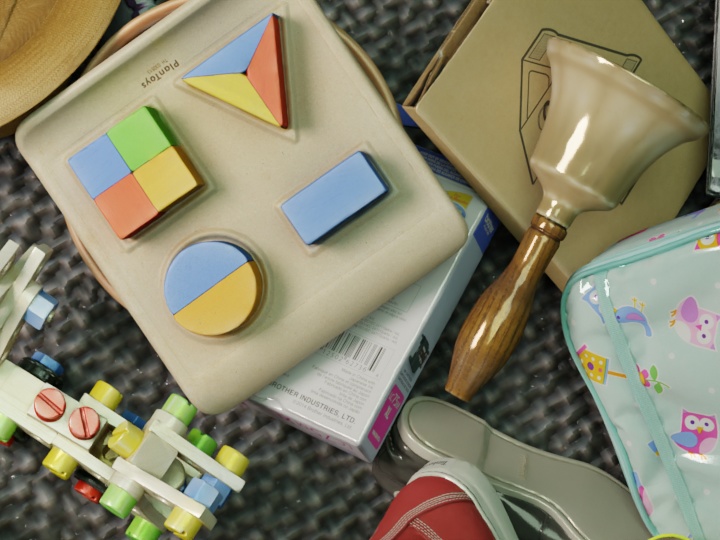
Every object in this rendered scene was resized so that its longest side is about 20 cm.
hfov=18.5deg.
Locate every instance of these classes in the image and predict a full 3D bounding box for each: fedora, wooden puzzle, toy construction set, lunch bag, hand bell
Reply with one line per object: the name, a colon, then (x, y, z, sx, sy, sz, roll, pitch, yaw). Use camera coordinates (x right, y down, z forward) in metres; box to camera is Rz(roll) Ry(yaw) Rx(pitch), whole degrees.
fedora: (-0.220, -0.140, 1.290, 0.200, 0.082, 0.201, -5, 57, 8)
wooden puzzle: (-0.066, -0.046, 1.224, 0.185, 0.046, 0.200, -35, 94, 4)
toy construction set: (-0.155, 0.078, 1.239, 0.092, 0.131, 0.200, -42, 86, -13)
lunch bag: (0.209, 0.068, 1.258, 0.160, 0.077, 0.201, -18, 98, 33)
hand bell: (0.101, -0.018, 1.239, 0.104, 0.104, 0.201, 30, 91, 0)

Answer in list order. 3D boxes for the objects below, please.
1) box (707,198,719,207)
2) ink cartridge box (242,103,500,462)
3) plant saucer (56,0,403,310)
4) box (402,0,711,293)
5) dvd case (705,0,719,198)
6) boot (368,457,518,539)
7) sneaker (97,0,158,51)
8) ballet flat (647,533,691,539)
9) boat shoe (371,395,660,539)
box: (0.280, 0.005, 1.350, 0.160, 0.049, 0.200, 44, 77, 2)
ink cartridge box: (0.000, 0.000, 1.301, 0.119, 0.042, 0.201, 23, 77, 24)
plant saucer: (-0.072, -0.059, 1.265, 0.199, 0.037, 0.201, 0, 96, 2)
box: (0.126, -0.091, 1.301, 0.200, 0.021, 0.164, 47, 66, -32)
dvd case: (0.287, -0.132, 1.348, 0.148, 0.016, 0.201, 8, 75, -8)
boot: (0.059, 0.223, 1.223, 0.200, 0.072, 0.144, 56, 42, -9)
sneaker: (-0.134, -0.091, 1.310, 0.087, 0.074, 0.201, -26, 83, -6)
ballet flat: (0.184, 0.247, 1.268, 0.067, 0.067, 0.201, -9, 91, 8)
boat shoe: (0.099, 0.141, 1.302, 0.199, 0.057, 0.067, 29, 41, -4)
